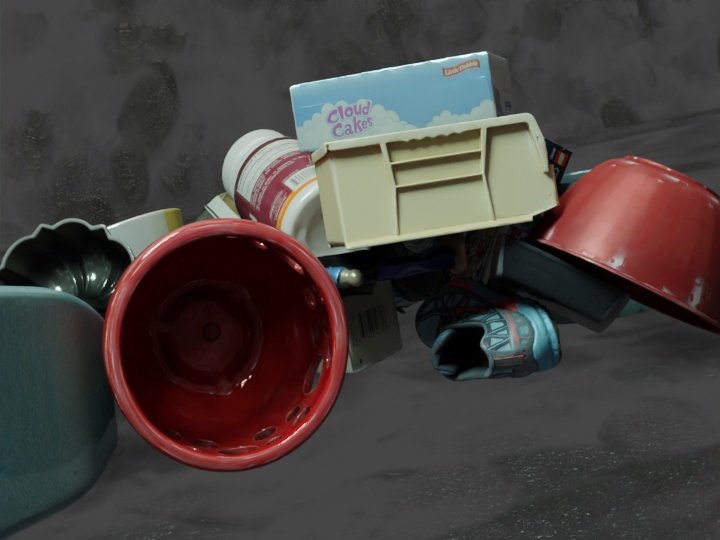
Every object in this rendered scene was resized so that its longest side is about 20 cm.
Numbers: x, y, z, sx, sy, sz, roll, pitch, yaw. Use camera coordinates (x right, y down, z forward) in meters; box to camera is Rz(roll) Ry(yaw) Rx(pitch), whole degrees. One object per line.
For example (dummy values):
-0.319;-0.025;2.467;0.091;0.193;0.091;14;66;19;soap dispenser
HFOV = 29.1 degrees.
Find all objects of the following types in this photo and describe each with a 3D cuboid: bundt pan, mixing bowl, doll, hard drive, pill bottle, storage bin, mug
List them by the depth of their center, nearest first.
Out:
0.257;-0.033;1.242;0.198;0.110;0.200;25;-1;0;mixing bowl
0.062;-0.079;1.275;0.195;0.095;0.200;-9;2;-6;storage bin
0.181;0.014;1.291;0.133;0.043;0.200;26;0;7;hard drive
0.000;0.000;1.347;0.197;0.049;0.136;-9;1;-7;doll
-0.303;0.051;1.483;0.199;0.205;0.076;-8;-14;16;bundt pan
-0.073;-0.079;1.530;0.113;0.116;0.200;-15;29;-23;pill bottle
-0.236;0.020;1.598;0.184;0.155;0.149;-20;-2;-6;mug

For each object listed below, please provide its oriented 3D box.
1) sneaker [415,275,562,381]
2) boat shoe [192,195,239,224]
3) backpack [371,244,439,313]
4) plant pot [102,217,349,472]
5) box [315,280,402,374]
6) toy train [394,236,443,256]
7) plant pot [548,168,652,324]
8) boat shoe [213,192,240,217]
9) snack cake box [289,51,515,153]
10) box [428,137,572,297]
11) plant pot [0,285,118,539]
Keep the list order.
0.095;0.057;1.288;0.094;0.081;0.199;-18;11;-27;sneaker
-0.136;-0.015;1.515;0.064;0.071;0.200;-41;31;-4;boat shoe
-0.007;-0.017;1.634;0.153;0.165;0.199;-32;12;-27;backpack
-0.123;0.059;1.176;0.198;0.204;0.182;-13;4;-14;plant pot
-0.064;0.060;1.455;0.198;0.079;0.095;-4;12;37;box
0.081;-0.108;1.465;0.085;0.114;0.201;-16;-32;-53;toy train
0.248;-0.035;1.480;0.197;0.137;0.200;-11;9;2;plant pot
-0.123;-0.014;1.608;0.072;0.203;0.063;1;-33;-28;boat shoe
0.044;-0.161;1.351;0.197;0.068;0.115;-8;3;17;snack cake box
0.144;-0.040;1.468;0.037;0.202;0.136;24;-4;-18;box
-0.312;0.109;1.152;0.193;0.200;0.199;-5;1;33;plant pot
